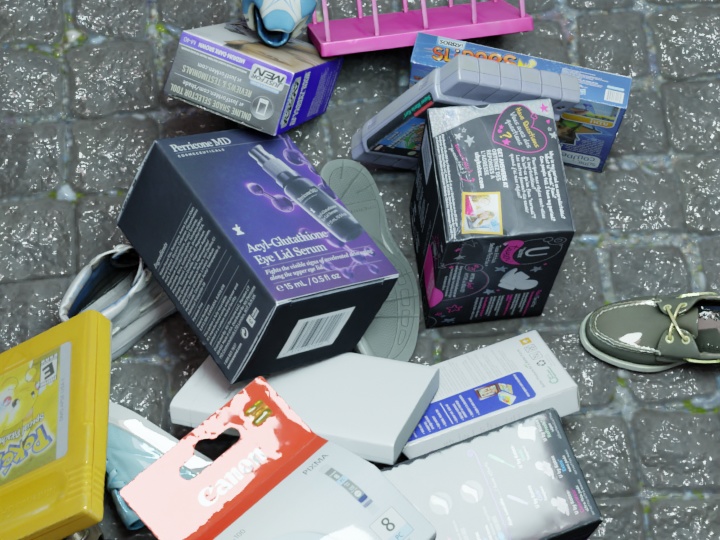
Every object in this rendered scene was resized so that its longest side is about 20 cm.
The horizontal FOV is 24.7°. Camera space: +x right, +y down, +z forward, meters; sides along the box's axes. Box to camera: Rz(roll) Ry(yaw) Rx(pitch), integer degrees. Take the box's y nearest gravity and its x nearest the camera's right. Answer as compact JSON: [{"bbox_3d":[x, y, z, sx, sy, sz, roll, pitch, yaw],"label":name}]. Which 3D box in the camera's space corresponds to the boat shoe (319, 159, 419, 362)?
[{"bbox_3d":[-0.002,-0.001,1.512,0.074,0.065,0.203,-11,72,-27],"label":"boat shoe"}]

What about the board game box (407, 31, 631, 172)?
[{"bbox_3d":[0.142,-0.155,1.536,0.199,0.135,0.035,13,68,3],"label":"board game box"}]

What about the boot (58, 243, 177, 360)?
[{"bbox_3d":[-0.188,0.000,1.479,0.073,0.096,0.200,39,71,14],"label":"boot"}]

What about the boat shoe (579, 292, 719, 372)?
[{"bbox_3d":[0.302,0.052,1.494,0.201,0.060,0.072,4,67,-1],"label":"boat shoe"}]

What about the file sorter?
[{"bbox_3d":[0.048,-0.286,1.560,0.199,0.139,0.126,-8,106,-5],"label":"file sorter"}]

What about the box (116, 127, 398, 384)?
[{"bbox_3d":[-0.091,-0.019,1.421,0.148,0.104,0.200,-14,56,-44],"label":"box"}]

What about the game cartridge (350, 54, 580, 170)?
[{"bbox_3d":[0.088,-0.133,1.471,0.129,0.200,0.039,2,73,-27],"label":"game cartridge"}]

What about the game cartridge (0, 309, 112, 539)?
[{"bbox_3d":[-0.285,0.147,1.374,0.176,0.032,0.201,-26,45,23],"label":"game cartridge"}]

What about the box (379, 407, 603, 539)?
[{"bbox_3d":[0.086,0.209,1.387,0.199,0.122,0.106,-19,71,-10],"label":"box"}]

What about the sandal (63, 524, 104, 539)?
[{"bbox_3d":[-0.243,0.245,1.388,0.057,0.080,0.202,-5,77,1],"label":"sandal"}]

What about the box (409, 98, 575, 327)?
[{"bbox_3d":[0.113,-0.048,1.454,0.114,0.200,0.133,-5,68,-6],"label":"box"}]

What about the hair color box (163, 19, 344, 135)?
[{"bbox_3d":[-0.093,-0.180,1.506,0.109,0.200,0.065,21,106,7],"label":"hair color box"}]

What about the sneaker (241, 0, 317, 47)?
[{"bbox_3d":[-0.079,-0.236,1.491,0.072,0.200,0.073,15,90,-5],"label":"sneaker"}]

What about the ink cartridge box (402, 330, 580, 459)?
[{"bbox_3d":[0.084,0.118,1.448,0.199,0.037,0.095,-17,34,-10],"label":"ink cartridge box"}]

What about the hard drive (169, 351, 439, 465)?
[{"bbox_3d":[-0.046,0.107,1.415,0.199,0.027,0.132,8,28,18],"label":"hard drive"}]

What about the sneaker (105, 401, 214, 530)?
[{"bbox_3d":[-0.197,0.175,1.418,0.199,0.074,0.082,27,66,10],"label":"sneaker"}]

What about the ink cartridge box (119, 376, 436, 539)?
[{"bbox_3d":[-0.065,0.190,1.285,0.160,0.047,0.200,-39,76,-26],"label":"ink cartridge box"}]
